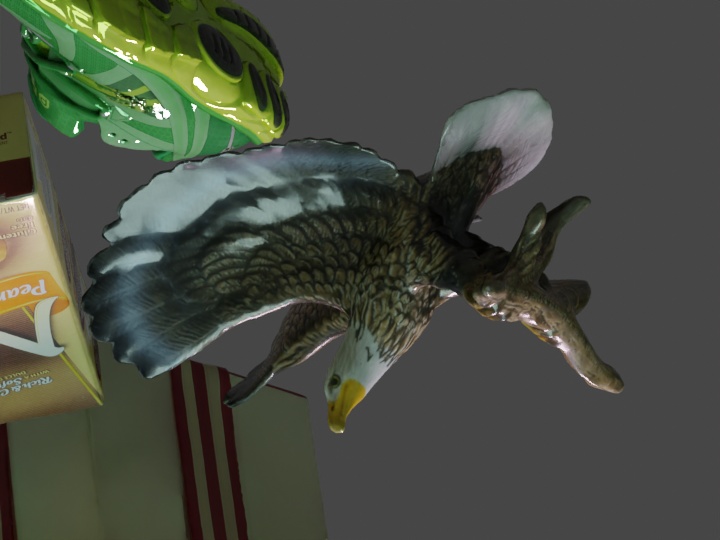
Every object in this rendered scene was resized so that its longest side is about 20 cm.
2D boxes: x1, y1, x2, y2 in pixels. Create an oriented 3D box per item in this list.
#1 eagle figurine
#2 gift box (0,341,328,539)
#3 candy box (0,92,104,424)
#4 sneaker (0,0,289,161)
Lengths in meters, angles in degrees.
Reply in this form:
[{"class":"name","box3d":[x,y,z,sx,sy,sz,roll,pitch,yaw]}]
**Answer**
[{"class":"eagle figurine","box3d":[-0.004,0.005,1.310,0.199,0.151,0.153,5,120,35]},{"class":"gift box","box3d":[-0.124,0.165,1.468,0.184,0.188,0.200,16,141,-38]},{"class":"candy box","box3d":[-0.184,0.004,1.296,0.115,0.056,0.200,-9,151,-1]},{"class":"sneaker","box3d":[-0.101,-0.086,1.143,0.083,0.074,0.200,-26,148,19]}]
